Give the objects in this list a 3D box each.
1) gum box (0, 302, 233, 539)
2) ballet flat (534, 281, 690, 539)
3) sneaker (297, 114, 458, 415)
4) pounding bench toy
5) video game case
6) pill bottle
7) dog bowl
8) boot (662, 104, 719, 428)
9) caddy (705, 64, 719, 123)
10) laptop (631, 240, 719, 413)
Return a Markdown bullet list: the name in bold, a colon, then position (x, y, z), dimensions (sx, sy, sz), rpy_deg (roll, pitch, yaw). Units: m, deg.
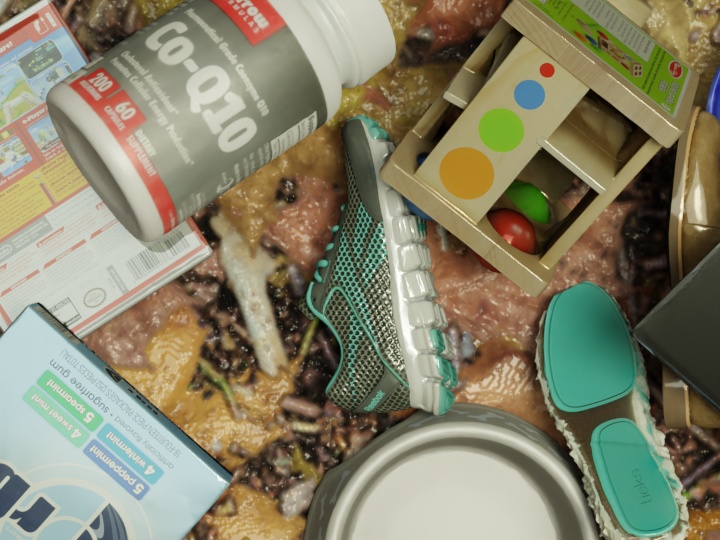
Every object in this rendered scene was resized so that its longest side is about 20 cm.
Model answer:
- **gum box**: position (-0.209, 0.150, 1.103), dimensions (0.170, 0.045, 0.200), rpy_deg (42, 90, -2)
- **ballet flat**: position (0.155, 0.104, 1.115), dimensions (0.072, 0.072, 0.200), rpy_deg (-8, 55, -4)
- **sneaker**: position (0.000, 0.000, 1.122), dimensions (0.091, 0.078, 0.200), rpy_deg (-12, 79, 11)
- **pounding bench toy**: position (0.116, -0.098, 1.115), dimensions (0.124, 0.200, 0.156), rpy_deg (38, 117, -2)
- **video game case**: position (-0.209, -0.056, 1.139), dimensions (0.143, 0.017, 0.200), rpy_deg (-33, 89, -5)
- **pill bottle**: position (-0.085, -0.117, 1.095), dimensions (0.200, 0.114, 0.114), rpy_deg (-36, 89, -14)
- **dog bowl**: position (0.062, 0.184, 1.119), dimensions (0.200, 0.059, 0.200), rpy_deg (0, 86, -3)
- **boot**: position (0.224, -0.003, 1.080), dimensions (0.075, 0.074, 0.200), rpy_deg (-1, 88, 16)
- **caddy**: position (0.306, -0.069, 1.126), dimensions (0.141, 0.105, 0.200), rpy_deg (-29, 100, -20)
- **laptop**: position (0.288, 0.002, 1.056), dimensions (0.187, 0.116, 0.200), rpy_deg (40, 47, -17)
